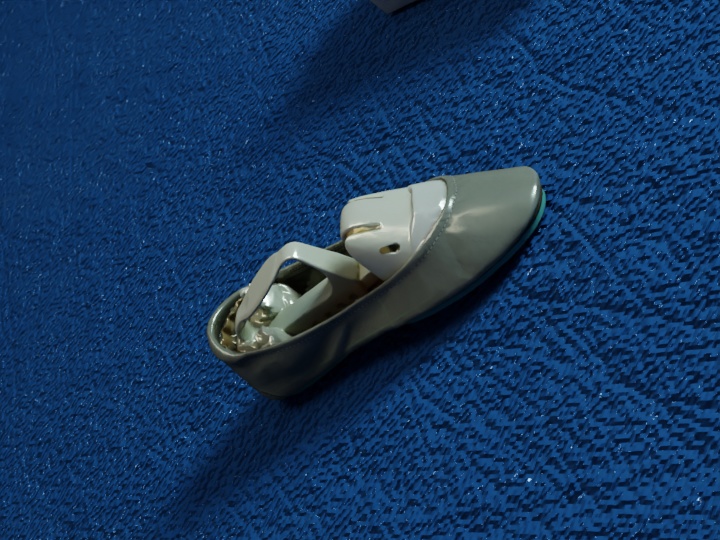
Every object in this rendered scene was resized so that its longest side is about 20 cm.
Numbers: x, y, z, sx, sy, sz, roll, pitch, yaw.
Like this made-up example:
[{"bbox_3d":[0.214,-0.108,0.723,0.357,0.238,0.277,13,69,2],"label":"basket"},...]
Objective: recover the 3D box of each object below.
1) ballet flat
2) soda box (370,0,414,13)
[{"bbox_3d":[0.000,0.000,1.079,0.200,0.064,0.068,-35,32,36],"label":"ballet flat"},{"bbox_3d":[0.062,-0.209,1.221,0.199,0.063,0.069,-17,44,52],"label":"soda box"}]
